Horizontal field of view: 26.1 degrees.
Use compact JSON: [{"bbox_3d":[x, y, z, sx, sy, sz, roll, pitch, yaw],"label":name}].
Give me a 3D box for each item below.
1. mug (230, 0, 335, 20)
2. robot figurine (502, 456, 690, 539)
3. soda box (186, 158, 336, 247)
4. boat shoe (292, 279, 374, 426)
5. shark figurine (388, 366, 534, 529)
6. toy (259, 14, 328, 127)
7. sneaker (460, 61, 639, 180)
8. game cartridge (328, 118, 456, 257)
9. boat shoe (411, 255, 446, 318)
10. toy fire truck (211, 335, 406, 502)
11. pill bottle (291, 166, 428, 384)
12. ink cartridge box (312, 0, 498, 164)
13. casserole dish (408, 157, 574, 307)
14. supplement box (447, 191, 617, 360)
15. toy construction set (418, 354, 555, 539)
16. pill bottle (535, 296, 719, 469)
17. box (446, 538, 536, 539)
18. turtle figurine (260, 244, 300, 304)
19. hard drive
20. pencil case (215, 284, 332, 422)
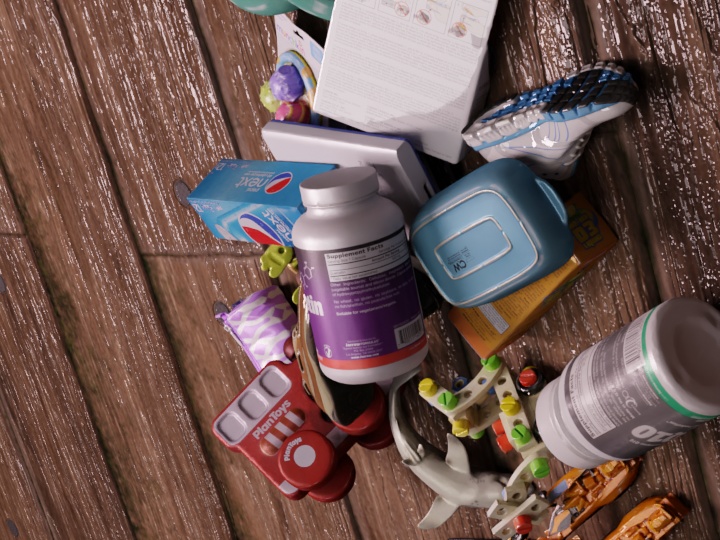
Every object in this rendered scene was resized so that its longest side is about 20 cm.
[{"bbox_3d":[-0.080,-0.331,1.559,0.185,0.114,0.152,21,127,41],"label":"mug"},{"bbox_3d":[0.229,0.270,1.583,0.145,0.058,0.200,50,116,15],"label":"robot figurine"},{"bbox_3d":[-0.094,-0.072,1.653,0.200,0.068,0.064,7,140,50],"label":"soda box"},{"bbox_3d":[-0.042,0.080,1.656,0.074,0.076,0.200,29,141,39],"label":"boat shoe"},{"bbox_3d":[0.082,0.197,1.743,0.128,0.089,0.215,-42,86,18],"label":"shark figurine"},{"bbox_3d":[-0.076,-0.172,1.677,0.115,0.047,0.200,46,153,42],"label":"toy"},{"bbox_3d":[0.188,-0.129,1.431,0.200,0.075,0.087,-13,119,53],"label":"sneaker"},{"bbox_3d":[0.037,-0.102,1.635,0.133,0.041,0.200,-18,98,49],"label":"game cartridge"},{"bbox_3d":[0.001,0.001,1.645,0.199,0.066,0.075,29,161,24],"label":"boat shoe"},{"bbox_3d":[-0.055,0.160,1.789,0.168,0.200,0.112,41,176,22],"label":"toy fire truck"},{"bbox_3d":[-0.003,0.004,1.533,0.112,0.112,0.200,6,113,47],"label":"pill bottle"},{"bbox_3d":[0.050,-0.220,1.504,0.162,0.057,0.200,22,119,14],"label":"ink cartridge box"},{"bbox_3d":[0.116,-0.028,1.475,0.121,0.039,0.200,57,142,-2],"label":"casserole dish"},{"bbox_3d":[0.166,0.008,1.531,0.069,0.067,0.200,51,142,13],"label":"supplement box"},{"bbox_3d":[0.146,0.168,1.587,0.092,0.131,0.200,45,-161,-54],"label":"toy construction set"},{"bbox_3d":[0.258,0.111,1.453,0.113,0.113,0.200,57,143,6],"label":"pill bottle"},{"bbox_3d":[0.151,0.377,1.746,0.200,0.106,0.122,-10,104,51],"label":"box"},{"bbox_3d":[-0.063,-0.006,1.752,0.200,0.064,0.161,59,-175,-11],"label":"turtle figurine"},{"bbox_3d":[-0.003,-0.092,1.606,0.200,0.025,0.132,13,143,44],"label":"hard drive"},{"bbox_3d":[-0.090,0.113,1.874,0.200,0.085,0.084,57,152,4],"label":"pencil case"}]
